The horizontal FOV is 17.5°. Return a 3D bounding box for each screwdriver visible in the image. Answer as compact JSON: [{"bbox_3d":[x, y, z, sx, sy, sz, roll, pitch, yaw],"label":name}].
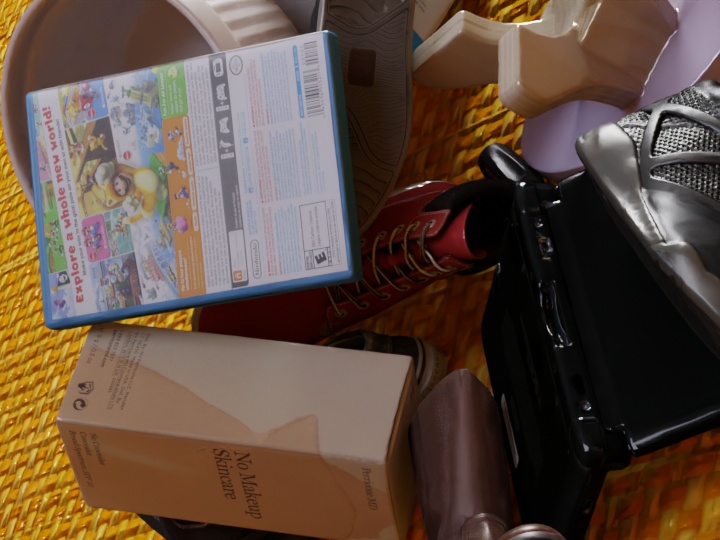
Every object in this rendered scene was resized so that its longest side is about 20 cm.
[{"bbox_3d":[0.118,-0.030,1.369,0.029,0.028,0.200,-59,32,9],"label":"screwdriver"}]

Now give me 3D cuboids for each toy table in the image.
[{"bbox_3d":[0.131,-0.144,1.350,0.200,0.117,0.184,-46,31,29],"label":"toy table"}]

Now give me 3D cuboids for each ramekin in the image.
[{"bbox_3d":[-0.117,-0.098,1.458,0.200,0.201,0.105,-37,-7,38],"label":"ramekin"}]

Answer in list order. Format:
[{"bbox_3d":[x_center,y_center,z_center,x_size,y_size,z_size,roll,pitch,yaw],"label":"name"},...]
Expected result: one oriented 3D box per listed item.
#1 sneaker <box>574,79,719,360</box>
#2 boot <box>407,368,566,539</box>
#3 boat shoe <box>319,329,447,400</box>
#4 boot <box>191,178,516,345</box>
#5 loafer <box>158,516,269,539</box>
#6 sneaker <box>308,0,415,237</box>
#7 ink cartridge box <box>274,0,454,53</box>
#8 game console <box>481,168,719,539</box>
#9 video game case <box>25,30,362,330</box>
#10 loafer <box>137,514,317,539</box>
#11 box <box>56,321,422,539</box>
[{"bbox_3d":[0.191,-0.028,1.159,0.114,0.076,0.200,-31,39,5],"label":"sneaker"},{"bbox_3d":[0.064,0.116,1.223,0.187,0.064,0.201,111,164,-48],"label":"boot"},{"bbox_3d":[-0.030,0.076,1.467,0.200,0.071,0.072,-32,40,44],"label":"boat shoe"},{"bbox_3d":[0.000,0.000,1.379,0.199,0.073,0.144,-28,9,-17],"label":"boot"},{"bbox_3d":[-0.113,0.110,1.464,0.073,0.072,0.200,-31,34,-8],"label":"loafer"},{"bbox_3d":[-0.004,-0.101,1.396,0.106,0.074,0.201,103,180,-82],"label":"sneaker"},{"bbox_3d":[-0.029,-0.201,1.573,0.144,0.147,0.200,-31,18,41],"label":"ink cartridge box"},{"bbox_3d":[0.147,0.043,1.247,0.201,0.116,0.177,-100,16,-45],"label":"game console"},{"bbox_3d":[-0.099,-0.050,1.349,0.199,0.018,0.144,-9,81,21],"label":"video game case"},{"bbox_3d":[-0.088,0.158,1.511,0.063,0.072,0.200,-50,33,-13],"label":"loafer"},{"bbox_3d":[-0.066,0.095,1.365,0.199,0.095,0.078,5,51,15],"label":"box"}]
